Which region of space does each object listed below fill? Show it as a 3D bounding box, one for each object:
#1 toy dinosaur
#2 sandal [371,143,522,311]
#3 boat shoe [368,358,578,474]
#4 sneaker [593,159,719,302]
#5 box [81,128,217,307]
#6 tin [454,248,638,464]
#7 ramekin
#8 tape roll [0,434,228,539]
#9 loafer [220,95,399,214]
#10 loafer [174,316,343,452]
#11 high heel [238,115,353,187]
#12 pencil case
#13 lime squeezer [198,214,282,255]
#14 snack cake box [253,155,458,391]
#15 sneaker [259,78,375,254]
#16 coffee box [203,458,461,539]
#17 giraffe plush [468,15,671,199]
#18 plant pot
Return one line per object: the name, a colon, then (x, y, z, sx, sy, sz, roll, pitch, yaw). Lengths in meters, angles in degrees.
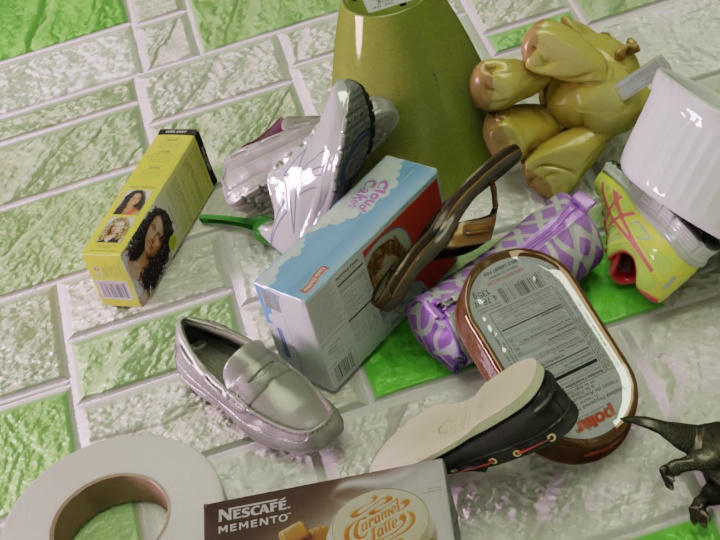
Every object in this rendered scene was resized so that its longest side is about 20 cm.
toy dinosaur: (0.301, 0.160, 1.341, 0.199, 0.077, 0.102, 17, 38, 39)
sandal: (0.087, -0.032, 1.533, 0.055, 0.082, 0.200, 40, 67, -2)
boat shoe: (0.088, 0.140, 1.382, 0.201, 0.063, 0.074, -30, 25, 36)
sneaker: (0.252, -0.035, 1.564, 0.091, 0.078, 0.200, -56, 21, 13)
box: (-0.213, -0.056, 1.734, 0.050, 0.076, 0.201, 2, 44, 23)
tin: (0.157, 0.070, 1.440, 0.112, 0.042, 0.201, -25, 66, -12)
ramekin: (0.330, -0.091, 1.513, 0.200, 0.200, 0.098, 44, 111, 45)
tape roll: (-0.209, 0.225, 1.440, 0.201, 0.037, 0.203, -8, 41, 7)
loafer: (-0.055, -0.126, 1.666, 0.199, 0.070, 0.070, -25, 63, 19)
loafer: (-0.097, 0.100, 1.508, 0.199, 0.070, 0.070, 24, 54, 37)
high heel: (-0.063, -0.074, 1.732, 0.096, 0.067, 0.200, -45, 45, 1)
pencil case: (0.132, 0.008, 1.541, 0.200, 0.086, 0.084, -36, 53, -23)
lime squeezer: (-0.095, -0.022, 1.695, 0.071, 0.038, 0.200, -50, 43, 9)
snack cake box: (0.000, 0.000, 1.568, 0.067, 0.115, 0.200, 19, 51, 37)
sneaker: (-0.046, -0.091, 1.595, 0.087, 0.201, 0.074, 27, 26, 17)
coffee box: (-0.019, 0.233, 1.337, 0.199, 0.080, 0.115, -11, 40, 5)
giraffe plush: (0.223, -0.187, 1.699, 0.199, 0.173, 0.162, -16, 16, 19)
plant pot: (0.047, -0.200, 1.716, 0.186, 0.201, 0.188, -8, 41, 7)
